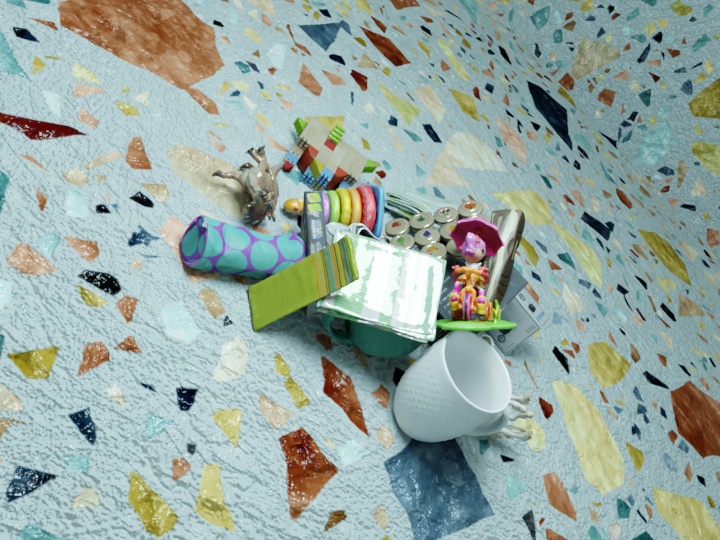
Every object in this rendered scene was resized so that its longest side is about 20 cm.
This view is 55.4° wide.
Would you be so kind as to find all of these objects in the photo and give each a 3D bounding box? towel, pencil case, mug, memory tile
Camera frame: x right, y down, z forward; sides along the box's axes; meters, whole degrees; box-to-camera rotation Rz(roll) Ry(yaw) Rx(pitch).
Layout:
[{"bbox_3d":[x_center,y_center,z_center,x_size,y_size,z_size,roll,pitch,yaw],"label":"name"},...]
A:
[{"bbox_3d":[0.037,0.023,1.113,0.197,0.023,0.155,16,65,-6],"label":"towel"},{"bbox_3d":[-0.190,-0.036,1.136,0.198,0.085,0.094,12,62,-37],"label":"pencil case"},{"bbox_3d":[0.169,-0.134,1.541,0.198,0.049,0.170,-1,25,-44],"label":"towel"},{"bbox_3d":[-0.094,0.020,1.092,0.018,0.198,0.087,44,25,-48],"label":"towel"},{"bbox_3d":[0.160,0.218,1.149,0.198,0.175,0.149,31,41,-17],"label":"mug"},{"bbox_3d":[0.031,0.079,1.204,0.182,0.116,0.153,6,33,5],"label":"mug"},{"bbox_3d":[0.149,-0.069,1.286,0.197,0.017,0.154,-14,40,1],"label":"memory tile"}]

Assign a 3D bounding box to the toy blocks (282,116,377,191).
[{"bbox_3d":[-0.075,-0.223,1.433,0.199,0.100,0.138,35,49,-11],"label":"toy blocks"}]

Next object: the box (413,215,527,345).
[{"bbox_3d":[0.181,0.026,1.343,0.199,0.124,0.197,-38,85,-26],"label":"box"}]

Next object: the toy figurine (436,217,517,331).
[{"bbox_3d":[0.185,0.003,1.150,0.200,0.148,0.187,4,86,-72],"label":"toy figurine"}]

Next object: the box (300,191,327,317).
[{"bbox_3d":[-0.082,-0.030,1.211,0.034,0.111,0.202,0,50,-10],"label":"box"}]

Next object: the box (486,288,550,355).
[{"bbox_3d":[0.298,0.065,1.480,0.201,0.117,0.060,50,37,9],"label":"box"}]

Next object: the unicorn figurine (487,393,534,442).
[{"bbox_3d":[0.237,0.237,1.226,0.074,0.135,0.203,-48,136,-53],"label":"unicorn figurine"}]

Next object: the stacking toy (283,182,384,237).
[{"bbox_3d":[-0.056,-0.118,1.342,0.197,0.112,0.116,1,10,-24],"label":"stacking toy"}]

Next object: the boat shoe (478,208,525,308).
[{"bbox_3d":[0.248,-0.023,1.289,0.205,0.074,0.075,-67,151,-20],"label":"boat shoe"}]

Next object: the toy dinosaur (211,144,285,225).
[{"bbox_3d":[-0.181,-0.149,1.262,0.136,0.085,0.200,56,20,-2],"label":"toy dinosaur"}]

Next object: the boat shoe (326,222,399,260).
[{"bbox_3d":[0.000,-0.047,1.221,0.071,0.069,0.200,-18,40,-31],"label":"boat shoe"}]

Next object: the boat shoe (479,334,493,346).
[{"bbox_3d":[0.212,0.180,1.313,0.075,0.086,0.201,48,36,6],"label":"boat shoe"}]

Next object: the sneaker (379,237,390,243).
[{"bbox_3d":[0.000,0.000,1.310,0.080,0.077,0.200,57,44,-7],"label":"sneaker"}]
